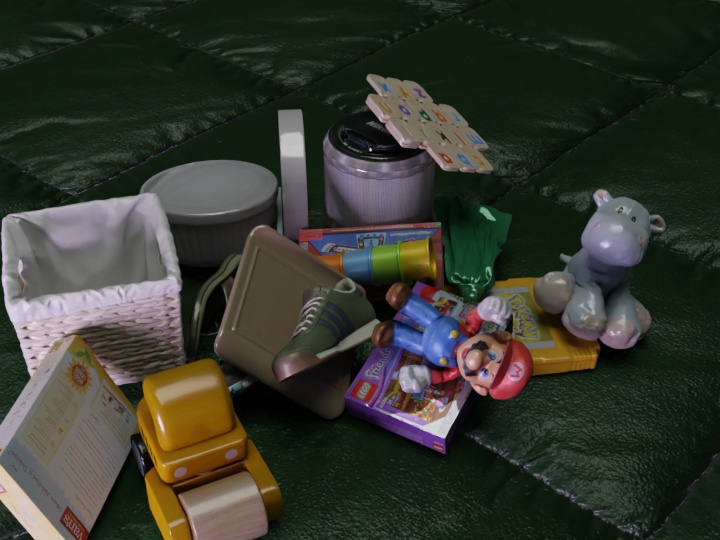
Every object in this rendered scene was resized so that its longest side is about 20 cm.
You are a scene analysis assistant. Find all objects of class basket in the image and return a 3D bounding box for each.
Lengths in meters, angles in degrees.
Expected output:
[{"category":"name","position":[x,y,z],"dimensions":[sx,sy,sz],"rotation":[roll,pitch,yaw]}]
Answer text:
[{"category":"basket","position":[-0.324,0.030,1.240],"dimensions":[0.199,0.161,0.198],"rotation":[-9,38,-15]}]

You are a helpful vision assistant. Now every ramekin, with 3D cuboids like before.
[{"category":"ramekin","position":[-0.217,-0.082,1.477],"dimensions":[0.202,0.095,0.203],"rotation":[-1,29,1]}]

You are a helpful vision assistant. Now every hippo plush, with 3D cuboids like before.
[{"category":"hippo plush","position":[0.339,-0.006,1.326],"dimensions":[0.159,0.161,0.200],"rotation":[34,30,12]}]

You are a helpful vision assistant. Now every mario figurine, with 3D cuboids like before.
[{"category":"mario figurine","position":[0.105,0.084,1.169],"dimensions":[0.200,0.124,0.106],"rotation":[23,43,28]}]

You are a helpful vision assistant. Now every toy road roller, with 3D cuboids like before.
[{"category":"toy road roller","position":[-0.173,0.190,1.084],"dimensions":[0.123,0.146,0.200],"rotation":[-16,40,-22]}]

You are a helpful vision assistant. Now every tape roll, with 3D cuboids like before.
[{"category":"tape roll","position":[-0.098,-0.133,1.479],"dimensions":[0.037,0.203,0.203],"rotation":[-3,37,-5]}]

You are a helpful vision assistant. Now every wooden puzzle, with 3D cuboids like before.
[{"category":"wooden puzzle","position":[-0.084,0.064,1.255],"dimensions":[0.185,0.037,0.200],"rotation":[33,46,-22]}]

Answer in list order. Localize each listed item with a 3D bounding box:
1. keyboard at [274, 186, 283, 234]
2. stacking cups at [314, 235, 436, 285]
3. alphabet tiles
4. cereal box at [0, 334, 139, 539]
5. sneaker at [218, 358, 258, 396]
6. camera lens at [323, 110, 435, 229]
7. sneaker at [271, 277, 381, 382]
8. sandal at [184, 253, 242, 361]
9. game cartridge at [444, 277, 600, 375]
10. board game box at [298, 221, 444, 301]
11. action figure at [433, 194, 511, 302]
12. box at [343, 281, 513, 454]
[{"category":"keyboard","position":[-0.119,-0.047,1.482],"dimensions":[0.011,0.056,0.200],"rotation":[1,36,-7]},{"category":"stacking cups","position":[0.000,0.000,1.351],"dimensions":[0.199,0.061,0.061],"rotation":[-10,35,11]},{"category":"alphabet tiles","position":[0.095,-0.202,1.409],"dimensions":[0.200,0.015,0.196],"rotation":[-3,48,-50]},{"category":"cereal box","position":[-0.317,0.186,1.090],"dimensions":[0.039,0.144,0.200],"rotation":[-16,30,23]},{"category":"sneaker","position":[-0.145,0.089,1.256],"dimensions":[0.091,0.078,0.200],"rotation":[54,39,-6]},{"category":"camera lens","position":[0.026,-0.118,1.461],"dimensions":[0.159,0.201,0.160],"rotation":[1,36,-1]},{"category":"sneaker","position":[-0.052,0.064,1.208],"dimensions":[0.200,0.067,0.090],"rotation":[-21,82,-54]},{"category":"sandal","position":[-0.181,0.044,1.344],"dimensions":[0.057,0.080,0.201],"rotation":[22,39,5]},{"category":"game cartridge","position":[0.201,0.073,1.352],"dimensions":[0.199,0.033,0.177],"rotation":[-6,37,-7]},{"category":"board game box","position":[0.014,-0.009,1.388],"dimensions":[0.199,0.019,0.103],"rotation":[-3,80,10]},{"category":"action figure","position":[0.153,-0.021,1.410],"dimensions":[0.118,0.055,0.200],"rotation":[9,40,0]},{"category":"box","position":[0.087,0.114,1.247],"dimensions":[0.136,0.039,0.200],"rotation":[20,55,23]}]
